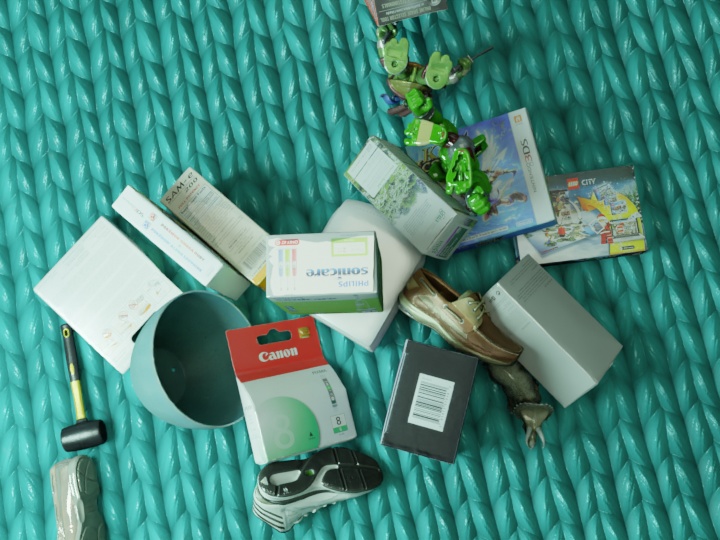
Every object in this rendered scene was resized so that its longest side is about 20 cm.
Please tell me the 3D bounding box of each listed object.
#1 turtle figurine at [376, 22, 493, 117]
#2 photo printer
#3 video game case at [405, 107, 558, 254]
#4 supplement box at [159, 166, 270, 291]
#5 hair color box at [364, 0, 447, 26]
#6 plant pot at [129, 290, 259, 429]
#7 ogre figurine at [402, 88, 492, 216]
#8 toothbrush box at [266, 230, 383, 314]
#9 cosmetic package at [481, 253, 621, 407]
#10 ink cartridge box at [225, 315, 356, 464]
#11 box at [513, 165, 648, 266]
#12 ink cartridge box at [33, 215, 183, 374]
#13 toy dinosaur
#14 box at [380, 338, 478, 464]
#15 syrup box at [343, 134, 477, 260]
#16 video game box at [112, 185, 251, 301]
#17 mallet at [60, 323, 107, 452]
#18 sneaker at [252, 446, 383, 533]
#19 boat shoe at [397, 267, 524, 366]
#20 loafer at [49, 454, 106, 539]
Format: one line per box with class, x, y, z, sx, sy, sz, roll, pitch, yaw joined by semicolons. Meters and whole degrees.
turtle figurine;0.094;-0.336;1.252;0.199;0.194;0.144;-38;98;8
photo printer;0.000;0.000;1.277;0.166;0.069;0.201;31;84;7
video game case;0.185;-0.134;1.277;0.198;0.045;0.183;-16;78;16
supplement box;-0.199;-0.057;1.268;0.200;0.126;0.074;40;86;9
hair color box;0.060;-0.449;1.287;0.110;0.201;0.064;-14;123;0
plant pot;-0.262;0.146;1.223;0.134;0.199;0.202;-23;78;38
ogre figurine;0.139;-0.167;1.207;0.200;0.120;0.098;41;104;19
toothbrush box;-0.043;0.008;1.141;0.144;0.200;0.087;-2;81;4
cosmetic package;0.276;0.087;1.222;0.200;0.085;0.107;47;46;9
ink cartridge box;-0.101;0.171;1.225;0.160;0.050;0.202;-8;80;-36
box;0.337;-0.083;1.290;0.198;0.038;0.138;-7;80;2
ink cartridge box;-0.390;0.039;1.307;0.200;0.047;0.160;42;84;3
toy dinosaur;0.226;0.162;1.224;0.077;0.102;0.201;-31;82;-3
box;0.096;0.187;1.176;0.103;0.200;0.149;14;81;5
syrup box;0.074;-0.110;1.243;0.200;0.081;0.079;46;109;27
video game box;-0.261;-0.035;1.230;0.182;0.200;0.047;41;86;9
mallet;-0.455;0.184;1.288;0.065;0.041;0.201;-21;76;-4
sneaker;-0.070;0.330;1.233;0.199;0.116;0.076;0;46;-25
boat shoe;0.147;0.065;1.191;0.199;0.076;0.074;31;111;16
loafer;-0.430;0.384;1.243;0.062;0.072;0.202;-15;74;17
